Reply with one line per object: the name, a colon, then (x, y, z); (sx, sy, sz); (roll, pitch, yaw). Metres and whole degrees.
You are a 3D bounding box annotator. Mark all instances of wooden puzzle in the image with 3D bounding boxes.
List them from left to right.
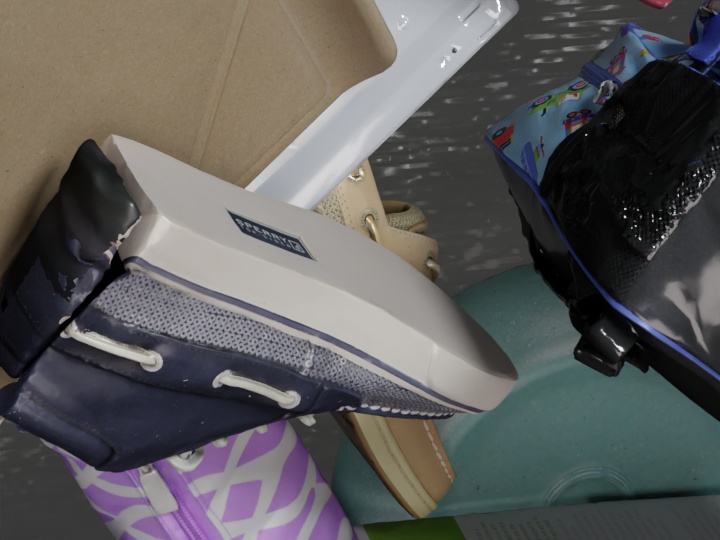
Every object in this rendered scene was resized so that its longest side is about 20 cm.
wooden puzzle: (-0.095, -0.061, 0.766); (0.200, 0.037, 0.185); (-41, 143, -6)

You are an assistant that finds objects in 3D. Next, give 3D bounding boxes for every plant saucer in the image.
plant saucer: (0.088, 0.092, 0.989); (0.199, 0.036, 0.201); (-6, 114, -13)

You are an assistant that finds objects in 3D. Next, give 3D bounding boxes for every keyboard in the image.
keyboard: (-0.031, -0.046, 0.851); (0.200, 0.011, 0.056); (-44, 99, -8)

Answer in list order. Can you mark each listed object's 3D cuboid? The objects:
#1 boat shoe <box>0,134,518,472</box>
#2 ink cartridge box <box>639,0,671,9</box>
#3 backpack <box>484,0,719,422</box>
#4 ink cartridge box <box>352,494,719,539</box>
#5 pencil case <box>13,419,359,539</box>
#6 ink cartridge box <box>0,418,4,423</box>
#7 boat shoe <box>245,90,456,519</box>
boat shoe: (-0.040, 0.029, 0.816); (0.200, 0.075, 0.093); (25, 110, -39)
ink cartridge box: (0.044, -0.199, 0.823); (0.199, 0.083, 0.146); (21, 106, -23)
backpack: (0.143, -0.017, 0.864); (0.182, 0.200, 0.135); (33, 100, -25)
ink cartridge box: (0.107, 0.153, 0.918); (0.199, 0.148, 0.076); (-2, 114, -14)
pencil case: (-0.047, 0.106, 0.929); (0.084, 0.086, 0.200); (-31, 118, 2)
ink cartridge box: (-0.229, 0.023, 0.841); (0.199, 0.086, 0.148); (28, 103, -23)
boat shoe: (0.000, 0.000, 0.900); (0.064, 0.071, 0.201); (-27, 112, -9)
